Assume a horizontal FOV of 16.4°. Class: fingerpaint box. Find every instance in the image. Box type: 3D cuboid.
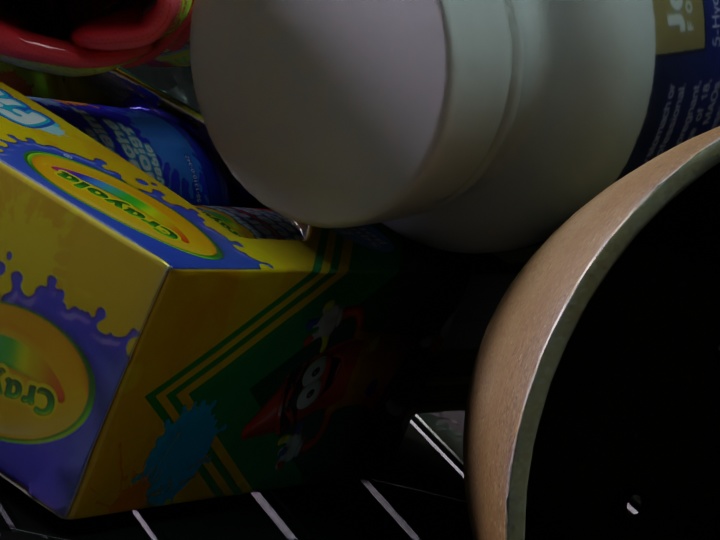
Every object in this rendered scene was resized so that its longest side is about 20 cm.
[{"bbox_3d":[-0.094,-0.016,0.695,0.199,0.074,0.167,30,14,26],"label":"fingerpaint box"}]

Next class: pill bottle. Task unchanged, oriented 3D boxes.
[{"bbox_3d":[0.050,-0.068,0.717,0.119,0.120,0.199,31,26,30],"label":"pill bottle"}]

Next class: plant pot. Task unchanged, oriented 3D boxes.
[{"bbox_3d":[0.101,0.046,0.629,0.185,0.188,0.200,21,0,-12],"label":"plant pot"}]

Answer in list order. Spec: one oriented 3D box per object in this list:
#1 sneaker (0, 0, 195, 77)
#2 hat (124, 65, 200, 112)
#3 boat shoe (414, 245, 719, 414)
[{"bbox_3d":[-0.066,-0.084,0.702,0.199,0.079,0.090,-2,28,-42],"label":"sneaker"},{"bbox_3d":[-0.021,-0.081,0.848,0.199,0.202,0.081,21,-20,-11],"label":"hat"},{"bbox_3d":[0.075,0.014,0.791,0.198,0.069,0.075,4,14,-10],"label":"boat shoe"}]
